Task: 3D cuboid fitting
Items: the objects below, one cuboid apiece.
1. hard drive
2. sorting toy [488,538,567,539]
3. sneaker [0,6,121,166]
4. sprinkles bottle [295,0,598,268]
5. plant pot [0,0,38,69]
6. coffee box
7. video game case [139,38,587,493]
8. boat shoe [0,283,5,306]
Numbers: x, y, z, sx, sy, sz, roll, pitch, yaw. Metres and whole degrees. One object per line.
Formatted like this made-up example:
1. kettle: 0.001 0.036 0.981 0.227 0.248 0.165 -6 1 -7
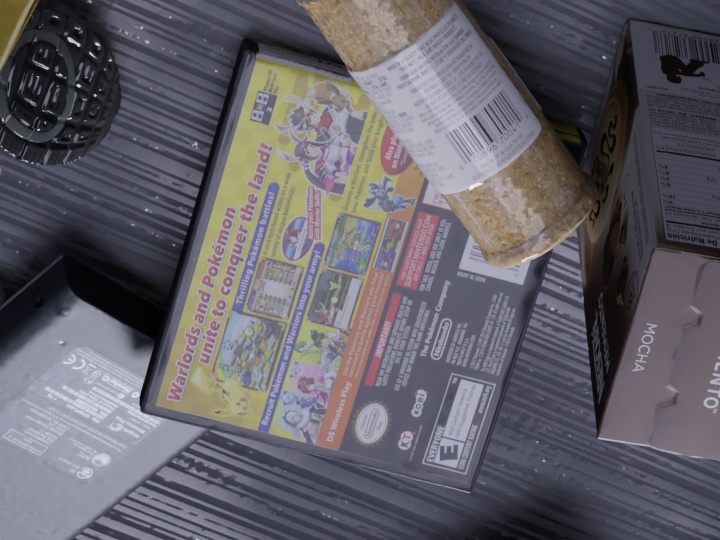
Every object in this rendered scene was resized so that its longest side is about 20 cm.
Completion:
1. hard drive: -0.173 0.086 1.554 0.200 0.033 0.139 -39 132 23
2. sorting toy: 0.076 0.243 1.660 0.199 0.070 0.199 -25 121 17
3. sneaker: -0.202 -0.112 1.413 0.200 0.091 0.076 24 95 -39
4. sprinkles bottle: 0.034 -0.095 1.403 0.068 0.068 0.200 -30 110 20
5. plant pot: -0.203 -0.212 1.276 0.199 0.194 0.196 28 121 -7
6. coffee box: 0.156 -0.016 1.396 0.079 0.200 0.113 10 125 -6
7. video game case: 0.000 0.000 1.484 0.180 0.026 0.201 14 108 -10
8. boat shoe: -0.285 0.024 1.509 0.199 0.067 0.074 5 126 -4
